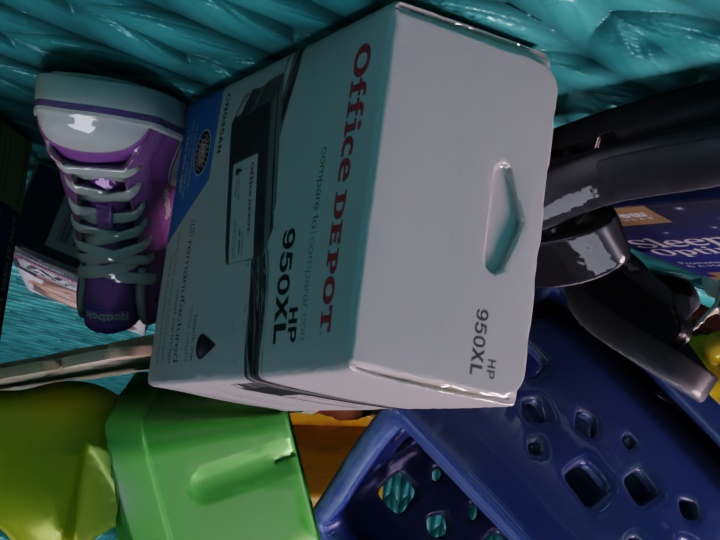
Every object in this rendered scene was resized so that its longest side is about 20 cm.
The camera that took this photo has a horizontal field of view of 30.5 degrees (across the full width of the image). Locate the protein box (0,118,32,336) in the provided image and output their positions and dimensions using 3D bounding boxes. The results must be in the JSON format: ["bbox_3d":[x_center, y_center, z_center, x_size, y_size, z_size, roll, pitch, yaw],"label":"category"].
[{"bbox_3d":[-0.307,-0.039,0.689,0.197,0.137,0.199,6,170,7],"label":"protein box"}]

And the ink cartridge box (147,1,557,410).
[{"bbox_3d":[-0.012,-0.016,0.585,0.083,0.147,0.199,13,168,-30],"label":"ink cartridge box"}]

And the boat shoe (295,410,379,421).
[{"bbox_3d":[0.024,0.009,0.719,0.062,0.072,0.201,10,130,-26],"label":"boat shoe"}]

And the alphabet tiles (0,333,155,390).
[{"bbox_3d":[-0.140,0.049,0.745,0.197,0.015,0.195,-12,174,18],"label":"alphabet tiles"}]

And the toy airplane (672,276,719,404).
[{"bbox_3d":[0.243,0.097,0.873,0.139,0.203,0.199,-2,174,-27],"label":"toy airplane"}]

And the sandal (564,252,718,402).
[{"bbox_3d":[0.147,0.007,0.719,0.076,0.043,0.201,29,-163,-15],"label":"sandal"}]

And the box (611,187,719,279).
[{"bbox_3d":[0.186,-0.031,0.694,0.199,0.033,0.120,18,165,-41],"label":"box"}]

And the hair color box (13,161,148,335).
[{"bbox_3d":[-0.184,-0.009,0.925,0.099,0.061,0.200,22,168,-5],"label":"hair color box"}]

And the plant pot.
[{"bbox_3d":[0.111,0.133,0.796,0.200,0.180,0.200,44,148,8],"label":"plant pot"}]

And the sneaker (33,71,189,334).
[{"bbox_3d":[-0.125,-0.027,0.695,0.072,0.116,0.201,7,168,7],"label":"sneaker"}]

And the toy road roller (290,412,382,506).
[{"bbox_3d":[-0.026,0.118,1.009,0.121,0.148,0.200,2,158,1],"label":"toy road roller"}]

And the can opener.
[{"bbox_3d":[0.122,-0.050,0.572,0.079,0.064,0.199,42,144,-23],"label":"can opener"}]

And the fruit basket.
[{"bbox_3d":[-0.128,0.127,0.733,0.213,0.158,0.216,-14,-175,1],"label":"fruit basket"}]
